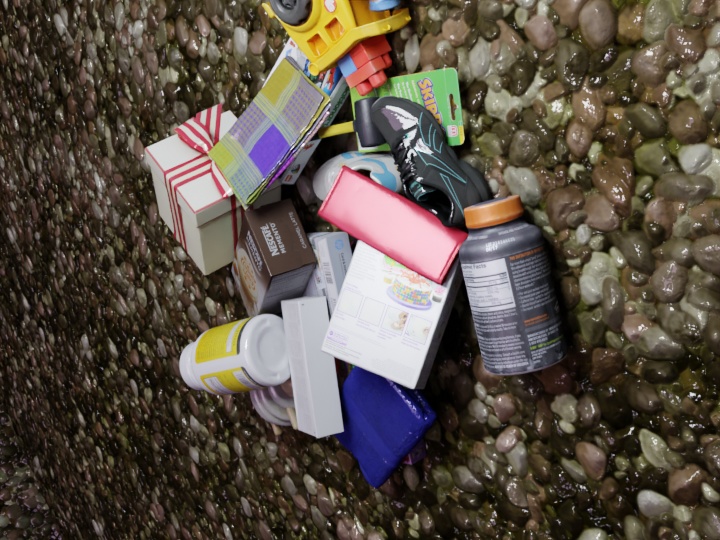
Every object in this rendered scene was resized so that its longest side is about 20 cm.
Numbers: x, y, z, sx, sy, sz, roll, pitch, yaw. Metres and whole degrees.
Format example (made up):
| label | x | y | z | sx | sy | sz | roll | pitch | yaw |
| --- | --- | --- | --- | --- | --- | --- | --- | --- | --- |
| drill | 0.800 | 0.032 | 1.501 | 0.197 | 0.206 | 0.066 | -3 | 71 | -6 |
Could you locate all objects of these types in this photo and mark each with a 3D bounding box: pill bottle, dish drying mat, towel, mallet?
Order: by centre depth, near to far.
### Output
| label | x | y | z | sx | sy | sz | roll | pitch | yaw |
| --- | --- | --- | --- | --- | --- | --- | --- | --- | --- |
| pill bottle | 0.180 | 0.015 | 0.968 | 0.105 | 0.105 | 0.204 | -7 | 98 | 49 |
| dish drying mat | 0.040 | -0.060 | 1.043 | 0.198 | 0.018 | 0.078 | 31 | 94 | 22 |
| mallet | -0.051 | -0.204 | 1.128 | 0.197 | 0.041 | 0.067 | 3 | 101 | 32 |
| towel | -0.132 | -0.202 | 1.152 | 0.200 | 0.023 | 0.144 | -47 | 53 | 14 |
| towel | 0.028 | 0.216 | 1.198 | 0.148 | 0.049 | 0.201 | 49 | 136 | 19 |
| pill bottle | -0.203 | 0.140 | 1.291 | 0.198 | 0.111 | 0.113 | -16 | 92 | 41 |

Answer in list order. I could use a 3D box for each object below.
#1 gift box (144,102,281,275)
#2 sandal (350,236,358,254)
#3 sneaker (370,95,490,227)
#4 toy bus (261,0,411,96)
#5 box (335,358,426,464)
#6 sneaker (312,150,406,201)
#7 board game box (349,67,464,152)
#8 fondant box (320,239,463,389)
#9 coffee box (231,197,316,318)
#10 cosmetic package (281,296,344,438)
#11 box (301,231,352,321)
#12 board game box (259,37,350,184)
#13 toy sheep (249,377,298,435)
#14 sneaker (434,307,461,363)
| label | x | y | z | sx | sy | sz | roll | pitch | yaw |
| --- | --- | --- | --- | --- | --- | --- | --- | --- | --- |
| gift box | -0.226 | -0.144 | 1.308 | 0.184 | 0.199 | 0.188 | 43 | 152 | 24 |
| sandal | 0.000 | 0.000 | 1.210 | 0.075 | 0.045 | 0.203 | 27 | 123 | 41 |
| sneaker | 0.078 | -0.139 | 1.015 | 0.200 | 0.079 | 0.076 | 46 | 147 | 9 |
| toy bus | -0.004 | -0.337 | 1.042 | 0.199 | 0.135 | 0.194 | -27 | 96 | 47 |
| box | 0.025 | 0.194 | 1.256 | 0.136 | 0.039 | 0.204 | -4 | 100 | 48 |
| sneaker | -0.011 | -0.130 | 1.150 | 0.198 | 0.080 | 0.078 | 0 | 106 | 49 |
| board game box | 0.064 | -0.212 | 1.077 | 0.198 | 0.030 | 0.097 | 6 | 109 | 50 |
| fondant box | 0.048 | 0.038 | 1.066 | 0.142 | 0.058 | 0.203 | 19 | 90 | 22 |
| coffee box | -0.141 | -0.008 | 1.264 | 0.116 | 0.079 | 0.201 | 64 | 156 | 19 |
| cosmetic package | -0.072 | 0.142 | 1.213 | 0.082 | 0.050 | 0.204 | 178 | 85 | -67 |
| box | -0.058 | 0.022 | 1.243 | 0.199 | 0.041 | 0.159 | 3 | 106 | 65 |
| board game box | -0.096 | -0.247 | 1.195 | 0.126 | 0.034 | 0.201 | 48 | 116 | 26 |
| toy sheep | -0.128 | 0.204 | 1.367 | 0.199 | 0.136 | 0.140 | -31 | 80 | 55 |
| sneaker | 0.088 | 0.038 | 1.118 | 0.098 | 0.070 | 0.204 | -9 | 88 | 33 |
